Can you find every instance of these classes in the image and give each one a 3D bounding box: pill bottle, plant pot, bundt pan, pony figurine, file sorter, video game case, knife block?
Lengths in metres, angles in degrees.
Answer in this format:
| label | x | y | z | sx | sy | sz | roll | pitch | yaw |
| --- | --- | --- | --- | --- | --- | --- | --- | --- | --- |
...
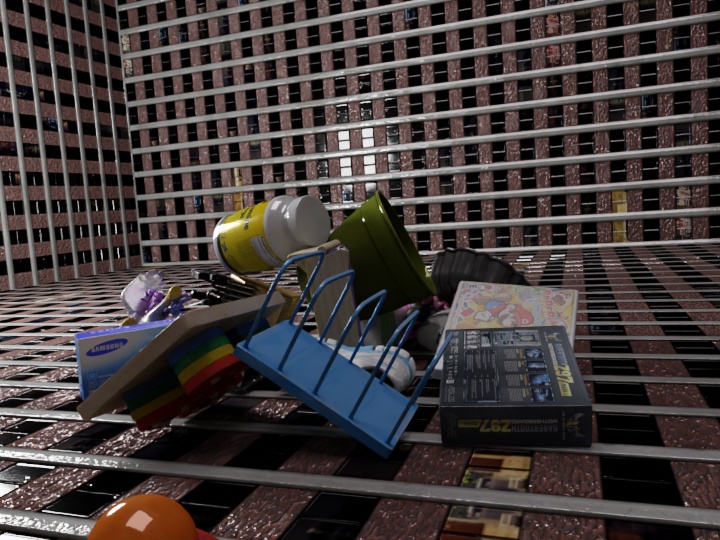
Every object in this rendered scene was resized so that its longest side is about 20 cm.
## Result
| label | x | y | z | sx | sy | sz | roll | pitch | yaw |
| --- | --- | --- | --- | --- | --- | --- | --- | --- | --- |
| pill bottle | -0.151 | -0.063 | 1.071 | 0.198 | 0.115 | 0.112 | -13 | -1 | 37 |
| plant pot | 0.000 | 0.000 | 1.075 | 0.191 | 0.202 | 0.200 | -30 | 1 | 11 |
| bundt pan | 0.209 | 0.048 | 1.138 | 0.199 | 0.077 | 0.203 | 23 | -24 | 11 |
| pony figurine | -0.371 | 0.094 | 1.104 | 0.199 | 0.168 | 0.193 | -27 | 12 | 48 |
| file sorter | -0.010 | 0.081 | 0.702 | 0.198 | 0.124 | 0.139 | 31 | 14 | 11 |
| video game case | 0.209 | 0.087 | 0.884 | 0.179 | 0.023 | 0.201 | 4 | 37 | 20 |
| knife block | -0.211 | 0.046 | 1.136 | 0.173 | 0.065 | 0.200 | 22 | 2 | 8 |

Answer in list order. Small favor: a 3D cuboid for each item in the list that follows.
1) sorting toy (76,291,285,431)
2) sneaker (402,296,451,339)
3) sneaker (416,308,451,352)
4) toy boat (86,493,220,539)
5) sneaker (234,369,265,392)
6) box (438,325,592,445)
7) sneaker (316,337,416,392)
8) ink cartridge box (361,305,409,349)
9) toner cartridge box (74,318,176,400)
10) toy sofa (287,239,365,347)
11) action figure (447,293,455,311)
| label | x | y | z | sx | sy | sz | roll | pitch | yaw |
| --- | --- | --- | --- | --- | --- | --- | --- | --- | --- |
| sorting toy | -0.196 | 0.120 | 0.758 | 0.199 | 0.070 | 0.198 | -38 | -10 | 22 |
| sneaker | 0.159 | 0.106 | 1.087 | 0.197 | 0.080 | 0.096 | 13 | 50 | 30 |
| sneaker | 0.154 | 0.110 | 0.945 | 0.084 | 0.079 | 0.198 | -18 | 17 | -42 |
| toy boat | -0.097 | 0.169 | 0.291 | 0.128 | 0.133 | 0.199 | -6 | 7 | -26 |
| sneaker | -0.211 | 0.135 | 0.930 | 0.196 | 0.081 | 0.129 | 5 | -5 | -17 |
| box | 0.173 | 0.127 | 0.729 | 0.155 | 0.052 | 0.200 | -4 | 19 | 11 |
| sneaker | -0.028 | 0.138 | 0.843 | 0.196 | 0.076 | 0.087 | -3 | 12 | 14 |
| ink cartridge box | 0.058 | 0.093 | 1.207 | 0.116 | 0.069 | 0.198 | 2 | 10 | 40 |
| toner cartridge box | -0.332 | 0.132 | 0.974 | 0.197 | 0.097 | 0.043 | -8 | 9 | -31 |
| toy sofa | -0.038 | 0.058 | 0.965 | 0.096 | 0.204 | 0.083 | -9 | 6 | 15 |
| action figure | 0.239 | 0.072 | 0.990 | 0.197 | 0.100 | 0.066 | 20 | 42 | 13 |
